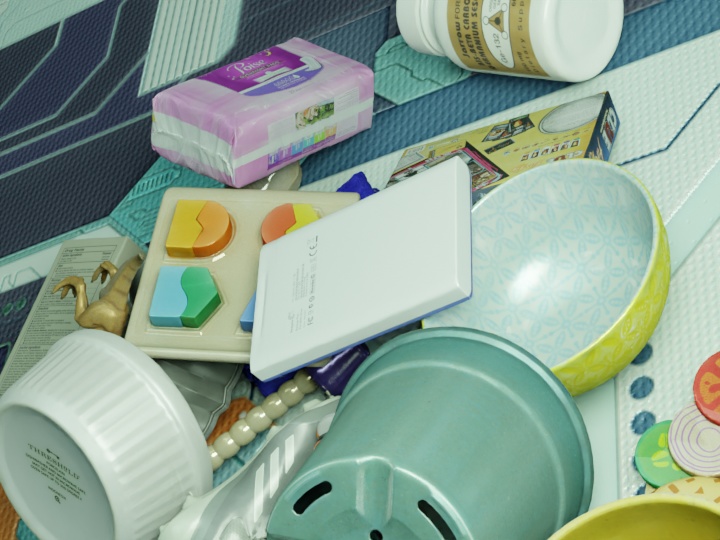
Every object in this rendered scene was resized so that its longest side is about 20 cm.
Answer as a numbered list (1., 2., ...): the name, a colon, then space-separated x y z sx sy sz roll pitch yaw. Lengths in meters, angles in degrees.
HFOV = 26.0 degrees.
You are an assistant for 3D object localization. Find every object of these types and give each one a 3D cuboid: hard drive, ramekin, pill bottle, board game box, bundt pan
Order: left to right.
1. ramekin: -0.226 0.159 1.314 0.201 0.204 0.094 4 28 42
2. bundt pan: -0.193 0.075 1.428 0.201 0.075 0.204 -25 54 40
3. hard drive: 0.000 0.000 1.245 0.199 0.025 0.133 -23 45 28
4. board game box: 0.114 -0.084 1.329 0.198 0.035 0.136 -14 25 27
5. pill bottle: 0.131 -0.237 1.430 0.199 0.114 0.115 14 66 46

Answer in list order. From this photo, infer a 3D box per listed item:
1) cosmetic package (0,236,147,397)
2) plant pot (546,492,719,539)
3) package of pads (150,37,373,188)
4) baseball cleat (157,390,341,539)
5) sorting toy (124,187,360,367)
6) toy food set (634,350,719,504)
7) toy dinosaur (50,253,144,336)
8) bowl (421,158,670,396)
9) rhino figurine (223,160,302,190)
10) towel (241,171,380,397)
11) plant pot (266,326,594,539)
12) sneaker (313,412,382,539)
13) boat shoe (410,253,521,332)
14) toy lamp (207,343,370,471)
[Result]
1. cosmetic package: -0.281 0.070 1.548 0.103 0.073 0.201 -2 56 39
2. plant pot: 0.193 0.256 0.936 0.199 0.142 0.201 -23 45 25
3. package of pads: -0.093 -0.153 1.493 0.120 0.076 0.199 26 39 33
4. baseball cleat: -0.067 0.192 1.274 0.200 0.070 0.106 -39 65 -13
5. sorting toy: -0.103 -0.003 1.358 0.183 0.037 0.201 2 50 11
6. toy food set: 0.273 0.137 1.042 0.199 0.049 0.199 -10 51 35
7. toy dinosaur: -0.222 0.031 1.380 0.106 0.060 0.201 53 130 39
8. bowl: 0.157 0.026 1.189 0.199 0.108 0.201 -22 45 24
9. rhino figurine: -0.130 -0.046 1.529 0.087 0.060 0.201 27 79 40
10. towel: -0.044 0.007 1.420 0.200 0.050 0.148 -42 41 3
11. plant pot: 0.039 0.162 1.042 0.199 0.202 0.196 -21 6 25
12. sneaker: 0.050 0.163 1.201 0.199 0.077 0.113 -13 60 33
13. boat shoe: 0.099 0.011 1.280 0.200 0.069 0.072 -52 40 -9
14. toy lamp: -0.077 0.122 1.347 0.200 0.058 0.058 -40 40 10
